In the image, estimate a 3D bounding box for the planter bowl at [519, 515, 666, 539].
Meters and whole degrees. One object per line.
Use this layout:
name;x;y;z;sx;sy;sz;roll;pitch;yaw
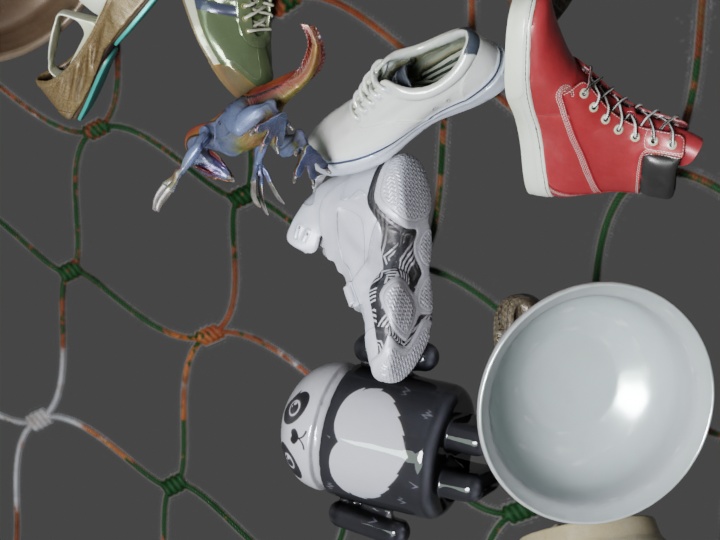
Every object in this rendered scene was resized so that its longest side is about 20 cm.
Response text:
planter bowl;0.203;0.282;1.182;0.200;0.200;0.135;-19;70;29

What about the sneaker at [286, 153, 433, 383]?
sneaker;0.000;0.000;1.234;0.115;0.075;0.201;-4;78;32

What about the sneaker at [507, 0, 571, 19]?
sneaker;0.146;-0.292;1.115;0.075;0.070;0.201;29;113;37

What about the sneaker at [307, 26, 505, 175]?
sneaker;0.027;-0.150;1.188;0.200;0.071;0.073;-29;51;22

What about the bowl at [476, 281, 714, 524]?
bowl;0.182;0.100;1.161;0.200;0.090;0.202;-2;101;-10

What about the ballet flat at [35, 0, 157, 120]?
ballet flat;-0.246;-0.229;1.309;0.072;0.068;0.200;34;124;-11

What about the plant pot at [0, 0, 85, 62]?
plant pot;-0.361;-0.320;1.290;0.175;0.200;0.200;50;121;27

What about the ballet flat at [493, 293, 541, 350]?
ballet flat;0.150;0.119;1.228;0.067;0.046;0.201;-4;102;28

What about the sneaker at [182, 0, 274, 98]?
sneaker;-0.108;-0.257;1.235;0.090;0.067;0.201;-21;92;33

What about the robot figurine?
robot figurine;0.026;0.151;1.252;0.199;0.151;0.125;11;147;23

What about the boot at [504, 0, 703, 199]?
boot;0.191;-0.136;1.091;0.144;0.073;0.200;4;140;23

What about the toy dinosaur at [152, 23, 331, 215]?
toy dinosaur;-0.097;-0.122;1.247;0.181;0.105;0.201;29;93;54
